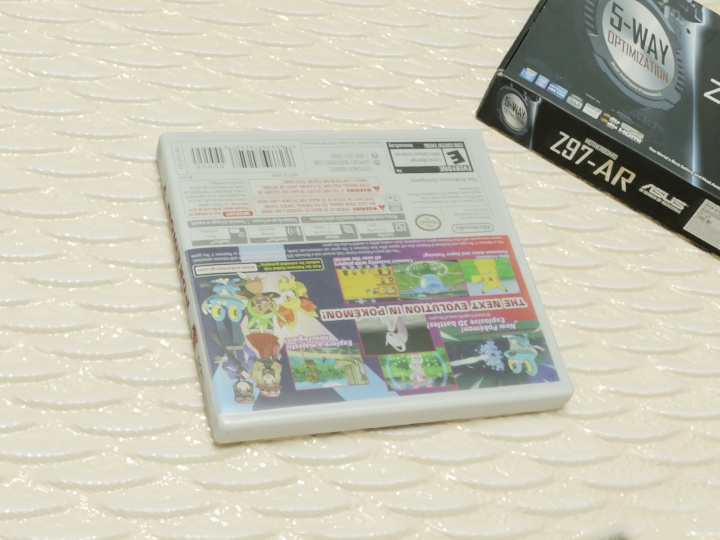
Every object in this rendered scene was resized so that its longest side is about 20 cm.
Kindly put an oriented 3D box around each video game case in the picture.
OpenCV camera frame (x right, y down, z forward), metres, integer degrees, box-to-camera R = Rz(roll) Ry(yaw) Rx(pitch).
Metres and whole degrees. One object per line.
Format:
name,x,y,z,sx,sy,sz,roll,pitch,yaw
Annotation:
video game case,0.000,0.000,0.708,0.198,0.023,0.183,-3,57,-22

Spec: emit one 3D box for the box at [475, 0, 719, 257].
box,0.194,-0.111,0.837,0.199,0.044,0.161,31,53,4
